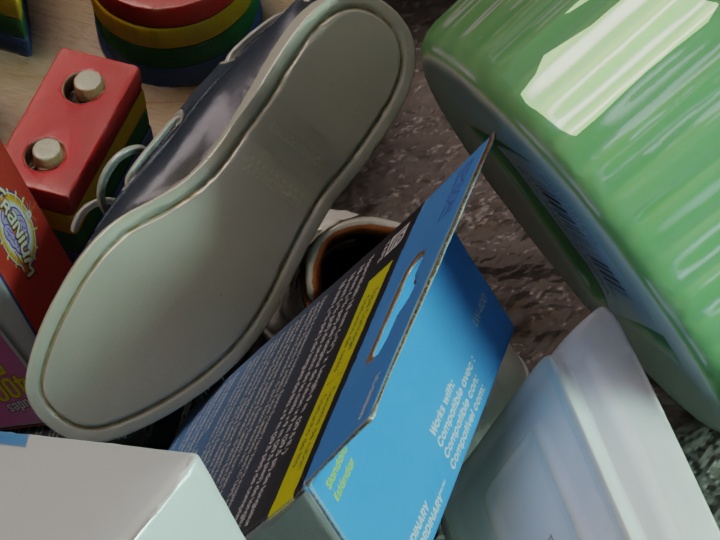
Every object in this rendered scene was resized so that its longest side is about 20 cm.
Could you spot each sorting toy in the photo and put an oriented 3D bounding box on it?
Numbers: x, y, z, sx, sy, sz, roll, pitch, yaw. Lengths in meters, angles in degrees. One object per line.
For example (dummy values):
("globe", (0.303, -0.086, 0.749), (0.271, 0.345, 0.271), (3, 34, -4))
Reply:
("sorting toy", (-0.139, -0.091, 1.209), (0.199, 0.070, 0.199), (14, 55, 16))

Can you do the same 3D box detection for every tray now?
("tray", (0.068, 0.098, 0.969), (0.108, 0.022, 0.200), (-56, 25, 21))

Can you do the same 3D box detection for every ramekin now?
("ramekin", (0.110, -0.038, 1.025), (0.098, 0.200, 0.200), (-39, 33, -3))

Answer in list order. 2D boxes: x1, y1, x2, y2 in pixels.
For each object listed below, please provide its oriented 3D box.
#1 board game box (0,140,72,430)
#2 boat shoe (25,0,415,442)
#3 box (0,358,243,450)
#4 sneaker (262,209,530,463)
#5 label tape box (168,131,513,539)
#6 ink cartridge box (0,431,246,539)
("board game box", (-0.201, -0.021, 1.124), (0.152, 0.200, 0.040), (-7, 36, 28))
("boat shoe", (-0.058, -0.024, 1.107), (0.200, 0.075, 0.062), (-57, 21, -6))
("box", (-0.139, 0.085, 1.165), (0.157, 0.051, 0.200), (-12, 35, 21))
("sneaker", (0.000, 0.000, 1.152), (0.073, 0.085, 0.200), (-38, 32, -13))
("label tape box", (-0.008, 0.065, 1.001), (0.200, 0.063, 0.144), (-41, 17, 43))
("ink cartridge box", (-0.096, 0.169, 0.875), (0.146, 0.200, 0.146), (4, 42, 40))
